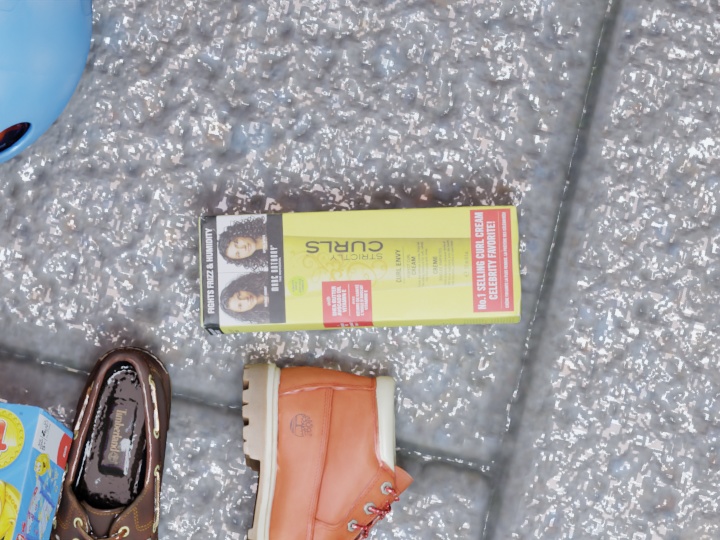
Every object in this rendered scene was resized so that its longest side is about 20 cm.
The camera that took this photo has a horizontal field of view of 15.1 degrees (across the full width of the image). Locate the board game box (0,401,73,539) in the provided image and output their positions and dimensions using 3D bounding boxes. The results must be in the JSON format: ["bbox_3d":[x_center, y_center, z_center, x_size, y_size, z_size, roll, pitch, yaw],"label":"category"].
[{"bbox_3d":[-0.294,0.173,1.652,0.199,0.056,0.196,5,72,17],"label":"board game box"}]

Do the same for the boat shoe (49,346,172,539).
[{"bbox_3d":[-0.159,0.146,1.687,0.070,0.070,0.201,5,87,2],"label":"boat shoe"}]

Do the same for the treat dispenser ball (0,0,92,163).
[{"bbox_3d":[-0.263,-0.155,1.648,0.200,0.201,0.202,0,86,2],"label":"treat dispenser ball"}]

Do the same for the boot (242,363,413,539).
[{"bbox_3d":[-0.020,0.157,1.681,0.107,0.075,0.201,0,85,-3],"label":"boot"}]

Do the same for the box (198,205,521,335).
[{"bbox_3d":[0.000,0.000,1.701,0.199,0.050,0.076,-1,85,2],"label":"box"}]
